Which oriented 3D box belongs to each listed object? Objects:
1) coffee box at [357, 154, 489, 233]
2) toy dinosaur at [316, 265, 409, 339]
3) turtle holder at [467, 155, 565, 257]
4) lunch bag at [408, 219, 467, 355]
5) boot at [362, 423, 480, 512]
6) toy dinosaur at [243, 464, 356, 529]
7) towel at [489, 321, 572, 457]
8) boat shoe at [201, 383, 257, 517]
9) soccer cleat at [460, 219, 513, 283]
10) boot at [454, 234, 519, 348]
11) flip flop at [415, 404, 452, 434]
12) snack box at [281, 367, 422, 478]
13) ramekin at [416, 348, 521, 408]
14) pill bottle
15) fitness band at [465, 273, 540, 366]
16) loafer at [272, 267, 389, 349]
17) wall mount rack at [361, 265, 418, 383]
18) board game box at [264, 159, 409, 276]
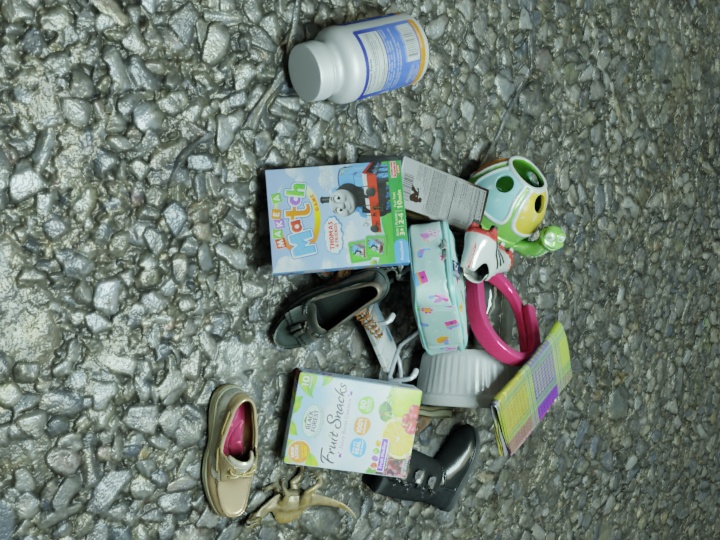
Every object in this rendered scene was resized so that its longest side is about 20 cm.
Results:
[{"bbox_3d":[0.098,-0.122,1.325,0.199,0.113,0.081,15,88,-40],"label":"coffee box"},{"bbox_3d":[0.000,0.000,1.262,0.135,0.102,0.202,-17,105,-3],"label":"toy dinosaur"},{"bbox_3d":[0.255,-0.108,1.395,0.140,0.132,0.187,10,47,-29],"label":"turtle holder"},{"bbox_3d":[0.124,0.023,1.295,0.201,0.076,0.161,73,15,-50],"label":"lunch bag"},{"bbox_3d":[0.111,0.329,1.445,0.199,0.065,0.166,26,79,-33],"label":"boot"},{"bbox_3d":[-0.096,0.357,1.297,0.198,0.058,0.102,1,112,-31],"label":"toy dinosaur"},{"bbox_3d":[0.274,0.191,1.314,0.200,0.023,0.144,-44,135,-27],"label":"towel"},{"bbox_3d":[-0.184,0.270,1.192,0.073,0.069,0.202,-7,101,-37],"label":"boat shoe"},{"bbox_3d":[0.198,-0.016,1.312,0.086,0.068,0.200,-67,159,-6],"label":"soccer cleat"},{"bbox_3d":[0.224,0.041,1.489,0.181,0.072,0.202,6,100,-37],"label":"boot"},{"bbox_3d":[0.081,0.256,1.394,0.199,0.081,0.058,9,80,-45],"label":"flip flop"},{"bbox_3d":[-0.014,0.239,1.283,0.198,0.053,0.144,11,89,-12],"label":"snack box"},{"bbox_3d":[0.191,0.182,1.403,0.201,0.202,0.095,7,82,-39],"label":"ramekin"},{"bbox_3d":[-0.004,-0.311,1.215,0.199,0.112,0.113,-23,111,-33],"label":"pill bottle"},{"bbox_3d":[0.237,0.074,1.362,0.143,0.037,0.201,32,36,-24],"label":"fitness band"},{"bbox_3d":[-0.050,0.058,1.205,0.199,0.063,0.072,-31,98,12],"label":"loafer"},{"bbox_3d":[0.066,0.086,1.364,0.174,0.074,0.201,-65,138,-54],"label":"wall mount rack"},{"bbox_3d":[-0.034,-0.076,1.189,0.198,0.037,0.153,-5,84,-2],"label":"board game box"}]
